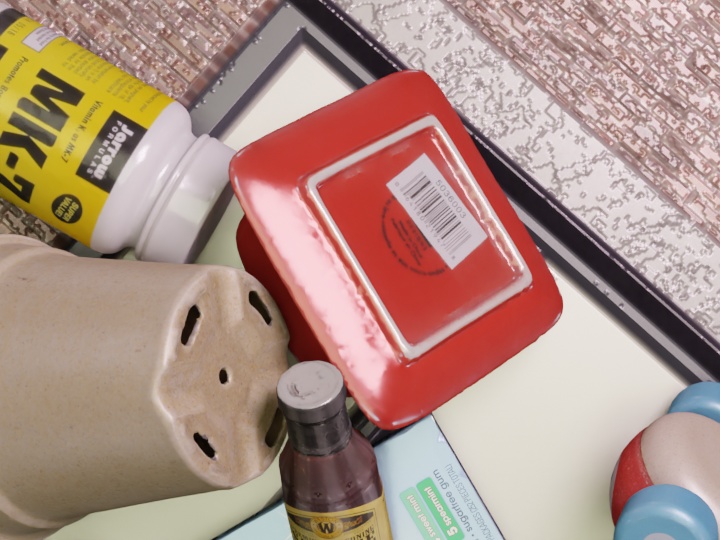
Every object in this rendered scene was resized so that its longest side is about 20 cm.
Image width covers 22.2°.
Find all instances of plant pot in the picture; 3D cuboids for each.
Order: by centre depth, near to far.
[{"bbox_3d":[-0.150,0.070,1.137,0.183,0.200,0.201,-5,90,33],"label":"plant pot"}]

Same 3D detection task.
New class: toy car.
[{"bbox_3d":[0.204,0.210,1.202,0.177,0.184,0.200,41,119,1],"label":"toy car"}]

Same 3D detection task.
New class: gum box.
[{"bbox_3d":[0.005,0.219,1.244,0.200,0.045,0.170,-31,88,0],"label":"gum box"}]

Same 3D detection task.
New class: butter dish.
[{"bbox_3d":[0.000,0.000,1.203,0.199,0.148,0.200,-30,88,-39],"label":"butter dish"}]

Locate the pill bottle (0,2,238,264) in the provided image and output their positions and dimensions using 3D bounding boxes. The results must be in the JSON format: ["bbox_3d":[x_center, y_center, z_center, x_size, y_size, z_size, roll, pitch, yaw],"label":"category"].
[{"bbox_3d":[-0.184,-0.083,1.215,0.200,0.114,0.114,29,90,1],"label":"pill bottle"}]

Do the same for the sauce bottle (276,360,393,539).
[{"bbox_3d":[-0.018,0.140,1.137,0.066,0.066,0.200,-12,131,1],"label":"sauce bottle"}]
